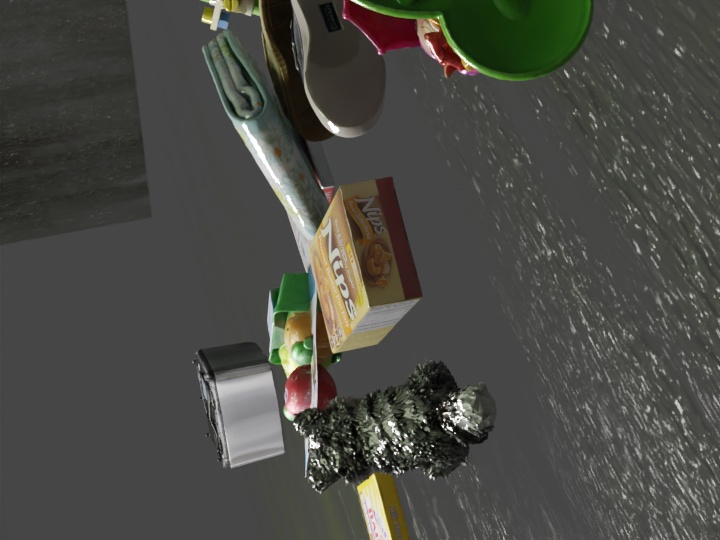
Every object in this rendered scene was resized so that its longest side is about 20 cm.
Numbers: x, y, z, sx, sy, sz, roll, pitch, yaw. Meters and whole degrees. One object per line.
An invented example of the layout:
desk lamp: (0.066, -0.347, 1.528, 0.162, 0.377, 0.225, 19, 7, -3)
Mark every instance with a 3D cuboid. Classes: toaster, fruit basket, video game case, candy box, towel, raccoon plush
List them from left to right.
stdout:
toaster: (-0.213, 0.231, 2.060, 0.200, 0.118, 0.182, -148, 48, -72)
towel: (-0.095, -0.146, 1.242, 0.171, 0.048, 0.200, 57, -175, -40)
fruit basket: (-0.066, 0.110, 1.358, 0.186, 0.093, 0.201, 102, 173, -59)
video game case: (-0.064, -0.095, 1.399, 0.200, 0.017, 0.144, 100, 156, -56)
candy box: (0.000, 0.000, 1.132, 0.200, 0.055, 0.116, 123, 134, -71)
raccoon plush: (0.020, 0.122, 0.981, 0.200, 0.133, 0.097, 108, 149, -64)
candy box: (0.040, 0.325, 1.299, 0.102, 0.026, 0.201, 124, 133, -67)

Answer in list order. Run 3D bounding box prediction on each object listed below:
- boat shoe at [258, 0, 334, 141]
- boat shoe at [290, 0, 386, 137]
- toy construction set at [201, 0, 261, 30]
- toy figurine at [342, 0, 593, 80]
boat shoe: (-0.069, -0.230, 1.191, 0.069, 0.073, 0.201, -153, 52, -65)
boat shoe: (-0.020, -0.180, 1.063, 0.093, 0.074, 0.201, 88, 173, -57)
toy construction set: (-0.123, -0.330, 1.279, 0.200, 0.092, 0.132, 20, 94, 68)
toy figurine: (0.050, -0.176, 0.718, 0.200, 0.150, 0.184, 52, 176, 7)
